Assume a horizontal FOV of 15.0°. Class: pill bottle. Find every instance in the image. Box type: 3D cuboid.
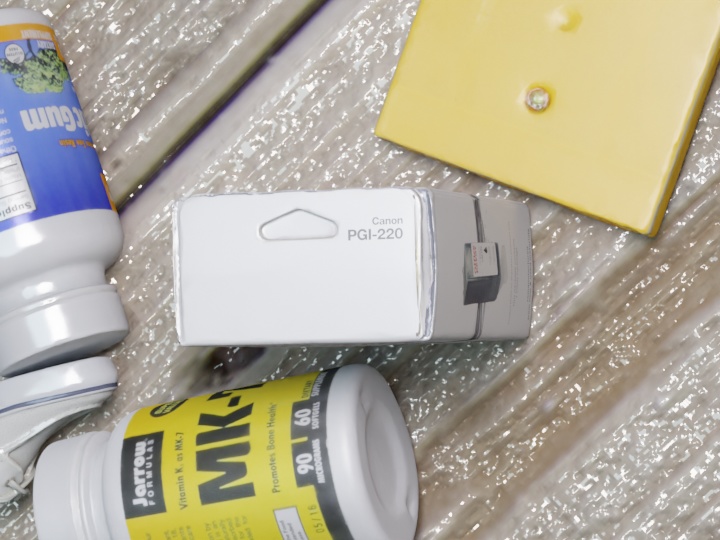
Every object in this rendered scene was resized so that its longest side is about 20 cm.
[{"bbox_3d":[-0.077,0.126,1.557,0.200,0.114,0.114,-13,83,17],"label":"pill bottle"},{"bbox_3d":[-0.205,-0.044,1.611,0.112,0.112,0.200,-23,81,16],"label":"pill bottle"}]

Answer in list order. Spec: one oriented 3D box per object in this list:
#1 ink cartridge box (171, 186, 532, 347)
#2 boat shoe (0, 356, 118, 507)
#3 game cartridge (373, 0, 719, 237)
[{"bbox_3d":[0.000,0.000,1.492,0.145,0.200,0.085,-2,87,19],"label":"ink cartridge box"},{"bbox_3d":[-0.224,0.113,1.631,0.200,0.071,0.070,-24,80,19],"label":"boat shoe"},{"bbox_3d":[0.121,-0.140,1.551,0.176,0.032,0.200,21,92,19],"label":"game cartridge"}]
